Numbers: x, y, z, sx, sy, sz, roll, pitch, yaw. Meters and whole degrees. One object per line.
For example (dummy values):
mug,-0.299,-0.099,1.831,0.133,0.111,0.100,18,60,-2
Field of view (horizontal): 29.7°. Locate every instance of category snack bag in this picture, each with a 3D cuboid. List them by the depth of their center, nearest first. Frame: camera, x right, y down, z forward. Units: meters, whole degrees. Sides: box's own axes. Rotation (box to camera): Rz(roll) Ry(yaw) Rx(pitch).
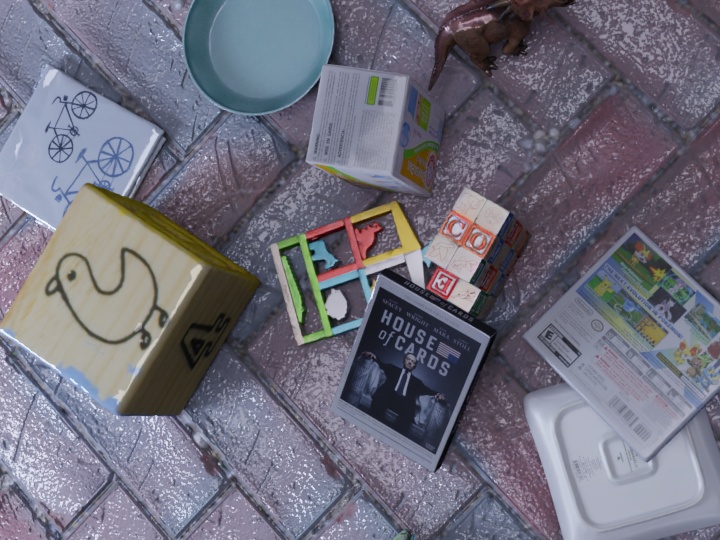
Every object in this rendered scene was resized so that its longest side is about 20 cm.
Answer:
snack bag,-0.371,-0.141,1.743,0.199,0.021,0.190,30,92,15

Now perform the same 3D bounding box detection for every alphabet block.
alphabet block,-0.268,0.039,1.609,0.194,0.196,0.201,32,93,14

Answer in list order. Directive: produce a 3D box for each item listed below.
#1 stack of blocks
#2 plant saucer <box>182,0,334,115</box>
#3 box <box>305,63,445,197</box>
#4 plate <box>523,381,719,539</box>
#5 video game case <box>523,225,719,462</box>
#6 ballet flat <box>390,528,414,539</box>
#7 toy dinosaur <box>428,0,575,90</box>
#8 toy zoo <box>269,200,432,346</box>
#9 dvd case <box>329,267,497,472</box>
stack of blocks,0.127,-0.015,1.507,0.058,0.200,0.116,30,91,15
plant saucer,-0.123,-0.288,1.684,0.198,0.036,0.202,-1,84,14
box,0.022,-0.154,1.548,0.100,0.200,0.114,10,89,16
plate,0.301,0.208,1.527,0.198,0.032,0.201,-18,81,12
video game case,0.313,0.080,1.518,0.182,0.022,0.200,-44,67,1
ballet flat,0.009,0.391,1.564,0.074,0.074,0.202,13,86,15
toy dinosaur,0.145,-0.290,1.562,0.199,0.135,0.086,-28,78,11
toy zoo,0.000,0.000,1.632,0.198,0.020,0.132,-19,80,12
dvd case,0.057,0.116,1.557,0.149,0.025,0.201,29,122,16
